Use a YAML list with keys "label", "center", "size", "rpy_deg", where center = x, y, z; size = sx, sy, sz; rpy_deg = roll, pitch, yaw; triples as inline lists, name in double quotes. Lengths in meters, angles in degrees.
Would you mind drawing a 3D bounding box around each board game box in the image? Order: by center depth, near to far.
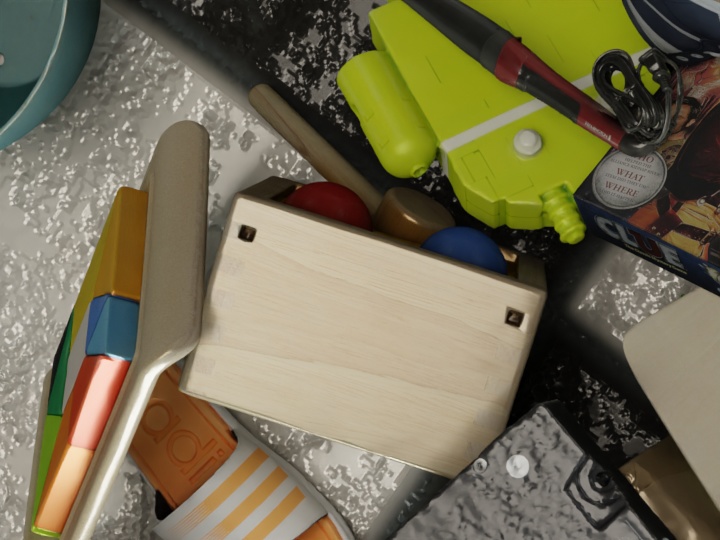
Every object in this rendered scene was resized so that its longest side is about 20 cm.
- label: "board game box"
  center: [0.216, -0.038, 1.011]
  size: [0.200, 0.035, 0.136]
  rpy_deg: [28, 71, 36]

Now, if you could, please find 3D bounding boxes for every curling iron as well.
- label: "curling iron"
  center: [0.080, -0.111, 1.078]
  size: [0.200, 0.026, 0.050]
  rpy_deg: [32, 96, 37]

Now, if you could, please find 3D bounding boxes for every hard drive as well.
- label: "hard drive"
  center: [0.056, 0.173, 0.974]
  size: [0.200, 0.038, 0.140]
  rpy_deg: [-44, 76, 13]

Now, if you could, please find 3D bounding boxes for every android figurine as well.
- label: "android figurine"
  center: [0.085, -0.102, 1.125]
  size: [0.182, 0.041, 0.200]
  rpy_deg: [-23, 64, -6]

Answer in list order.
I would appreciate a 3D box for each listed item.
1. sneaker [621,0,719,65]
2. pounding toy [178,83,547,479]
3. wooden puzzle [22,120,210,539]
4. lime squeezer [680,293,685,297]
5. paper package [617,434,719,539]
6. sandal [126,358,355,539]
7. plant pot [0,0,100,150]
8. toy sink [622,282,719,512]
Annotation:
- label: "sneaker"
  center: [0.199, -0.106, 1.006]
  size: [0.200, 0.109, 0.070]
  rpy_deg: [38, 83, 6]
- label: "pounding toy"
  center: [0.000, 0.000, 1.135]
  size: [0.184, 0.200, 0.143]
  rpy_deg: [18, 97, 2]
- label: "wooden puzzle"
  center: [-0.132, 0.044, 1.127]
  size: [0.037, 0.185, 0.200]
  rpy_deg: [19, 127, -17]
- label: "lime squeezer"
  center: [0.255, 0.066, 1.122]
  size: [0.199, 0.038, 0.071]
  rpy_deg: [10, 64, 19]
- label: "paper package"
  center: [0.118, 0.171, 1.076]
  size: [0.191, 0.200, 0.104]
  rpy_deg: [-41, 79, 15]
- label: "sandal"
  center: [-0.091, 0.117, 1.217]
  size: [0.207, 0.059, 0.079]
  rpy_deg: [45, 105, 12]
- label: "plant pot"
  center: [-0.223, -0.152, 1.213]
  size: [0.199, 0.135, 0.201]
  rpy_deg: [1, 92, 18]
- label: "toy sink"
  center: [0.245, 0.053, 1.042]
  size: [0.200, 0.112, 0.131]
  rpy_deg: [-31, 59, 0]
